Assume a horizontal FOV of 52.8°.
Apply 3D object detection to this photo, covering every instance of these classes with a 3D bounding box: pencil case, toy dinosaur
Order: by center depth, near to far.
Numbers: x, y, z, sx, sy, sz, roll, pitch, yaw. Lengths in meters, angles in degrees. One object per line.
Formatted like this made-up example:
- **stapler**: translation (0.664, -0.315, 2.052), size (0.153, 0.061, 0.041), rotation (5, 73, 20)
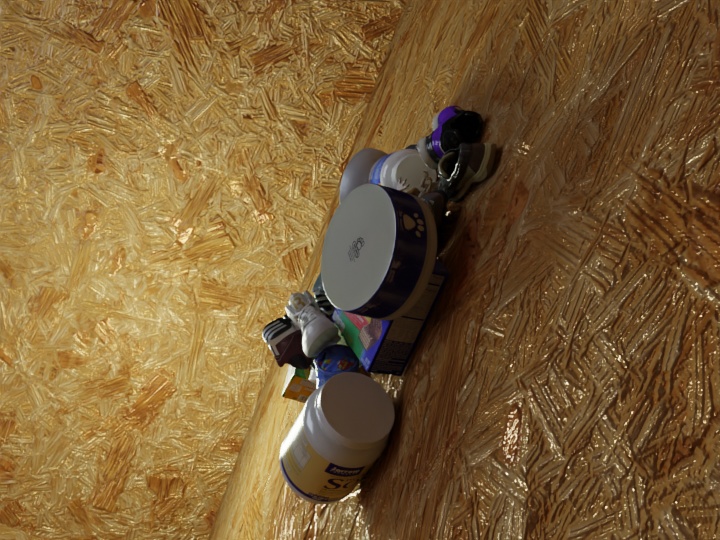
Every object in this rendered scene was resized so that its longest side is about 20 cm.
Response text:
- **pencil case**: translation (-0.045, 0.228, 1.291), size (0.078, 0.086, 0.201), rotation (-71, -14, -57)
- **toy dinosaur**: translation (0.098, -0.113, 1.311), size (0.200, 0.106, 0.061), rotation (-47, 53, 20)

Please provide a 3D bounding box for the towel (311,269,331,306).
- **towel**: translation (0.000, 0.000, 1.443), size (0.200, 0.170, 0.048), rotation (-70, -39, -63)

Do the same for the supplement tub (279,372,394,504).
- **supplement tub**: translation (-0.038, 0.269, 1.164), size (0.146, 0.145, 0.200), rotation (-80, 13, -45)

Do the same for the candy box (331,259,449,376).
- **candy box**: translation (0.043, 0.043, 1.203), size (0.169, 0.077, 0.201), rotation (50, 123, 52)

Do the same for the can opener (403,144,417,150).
- **can opener**: translation (0.141, -0.251, 1.531), size (0.067, 0.053, 0.200), rotation (-37, 11, 1)

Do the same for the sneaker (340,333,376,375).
- **sneaker**: translation (0.003, 0.114, 1.350), size (0.078, 0.080, 0.200), rotation (-50, 24, 6)

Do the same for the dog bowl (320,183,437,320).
- **dog bowl**: translation (0.024, -0.028, 1.109), size (0.200, 0.078, 0.201), rotation (-23, 61, 50)

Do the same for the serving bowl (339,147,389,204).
- **serving bowl**: translation (0.040, -0.170, 1.611), size (0.066, 0.200, 0.201), rotation (9, 75, 36)

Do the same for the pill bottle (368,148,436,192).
- **pill bottle**: translation (0.087, -0.184, 1.456), size (0.200, 0.111, 0.113), rotation (-153, 83, -80)

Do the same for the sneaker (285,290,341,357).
- **sneaker**: translation (-0.095, 0.089, 1.286), size (0.074, 0.116, 0.200), rotation (-38, -9, -6)

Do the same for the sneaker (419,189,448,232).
- **sneaker**: translation (0.119, -0.079, 1.262), size (0.082, 0.077, 0.200), rotation (-34, -11, -12)

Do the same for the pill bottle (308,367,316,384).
- **pill bottle**: translation (-0.045, 0.149, 1.548), size (0.109, 0.109, 0.201), rotation (140, 149, -71)

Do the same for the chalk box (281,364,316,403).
- **chalk box**: translation (-0.089, 0.195, 1.666), size (0.124, 0.124, 0.201), rotation (122, 163, -53)

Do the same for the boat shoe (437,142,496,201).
- **boat shoe**: translation (0.157, -0.166, 1.167), size (0.200, 0.064, 0.074), rotation (138, 149, -72)

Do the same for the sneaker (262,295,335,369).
- **sneaker**: translation (-0.095, 0.126, 1.441), size (0.076, 0.199, 0.116), rotation (29, 140, 54)

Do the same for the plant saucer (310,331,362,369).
- **plant saucer**: translation (-0.031, 0.119, 1.463), size (0.199, 0.031, 0.201), rotation (-14, 61, 27)

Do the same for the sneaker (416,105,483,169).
- **sneaker**: translation (0.173, -0.245, 1.259), size (0.099, 0.070, 0.200), rotation (-28, 19, 34)
